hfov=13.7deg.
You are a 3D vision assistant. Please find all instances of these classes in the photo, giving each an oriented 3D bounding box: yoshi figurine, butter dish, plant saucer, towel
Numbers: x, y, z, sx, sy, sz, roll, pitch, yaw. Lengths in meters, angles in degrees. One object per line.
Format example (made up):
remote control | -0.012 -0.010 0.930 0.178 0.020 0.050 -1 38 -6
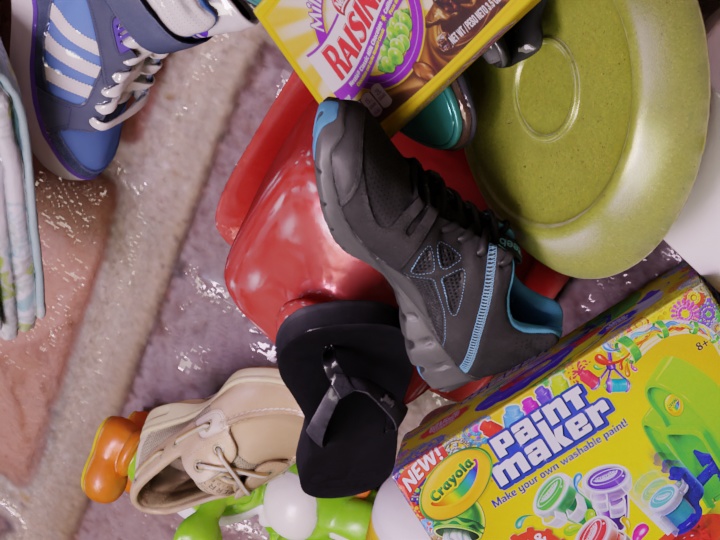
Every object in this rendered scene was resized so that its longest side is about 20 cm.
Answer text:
yoshi figurine | -0.075 0.161 1.928 0.199 0.113 0.112 16 146 18
butter dish | 0.000 0.000 1.722 0.200 0.148 0.200 36 134 2
plant saucer | 0.108 -0.096 1.584 0.200 0.031 0.201 6 97 54
towel | -0.235 -0.081 1.804 0.171 0.048 0.201 -121 23 -49

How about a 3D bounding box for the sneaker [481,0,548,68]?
sneaker | 0.094 -0.187 1.520 0.087 0.080 0.201 55 146 31

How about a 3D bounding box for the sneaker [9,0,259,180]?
sneaker | -0.125 -0.130 1.745 0.146 0.081 0.201 14 124 27

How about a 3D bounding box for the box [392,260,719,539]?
box | 0.152 0.130 1.662 0.199 0.122 0.193 -33 94 8

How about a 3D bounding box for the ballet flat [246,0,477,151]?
ballet flat | 0.006 -0.140 1.648 0.200 0.073 0.073 39 137 25

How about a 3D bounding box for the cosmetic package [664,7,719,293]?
cosmetic package | 0.231 -0.038 1.597 0.200 0.085 0.108 41 138 -4

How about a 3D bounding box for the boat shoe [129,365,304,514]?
boat shoe | -0.074 0.108 1.807 0.072 0.065 0.200 35 150 -26

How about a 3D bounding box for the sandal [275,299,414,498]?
sandal | -0.003 0.078 1.679 0.076 0.043 0.201 -12 147 -3

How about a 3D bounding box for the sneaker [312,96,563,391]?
sneaker | 0.040 -0.022 1.591 0.081 0.073 0.200 -15 132 23

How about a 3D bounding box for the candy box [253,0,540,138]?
candy box | 0.021 -0.142 1.547 0.103 0.026 0.200 56 144 5

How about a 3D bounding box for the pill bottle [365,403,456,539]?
pill bottle | 0.055 0.186 1.847 0.111 0.112 0.201 22 123 15
